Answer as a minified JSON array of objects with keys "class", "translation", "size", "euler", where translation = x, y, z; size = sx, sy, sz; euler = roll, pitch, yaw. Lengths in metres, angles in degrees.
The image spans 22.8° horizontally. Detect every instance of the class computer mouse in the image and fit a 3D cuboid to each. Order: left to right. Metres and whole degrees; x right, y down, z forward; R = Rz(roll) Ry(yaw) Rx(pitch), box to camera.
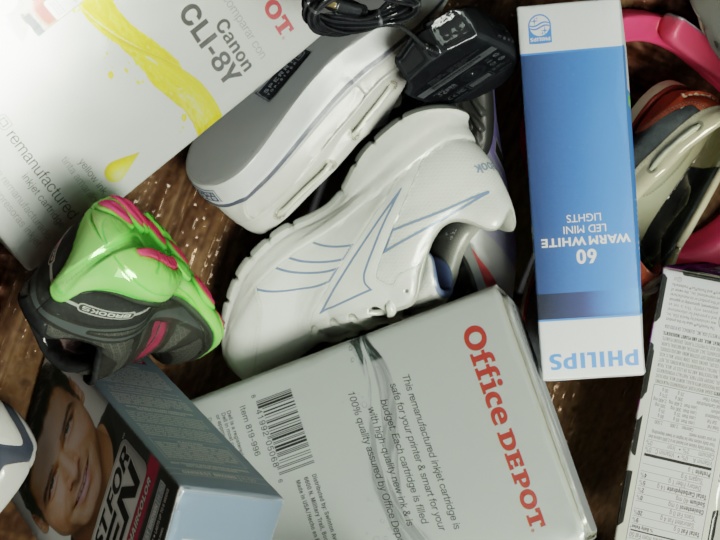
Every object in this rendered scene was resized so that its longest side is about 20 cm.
[{"class":"computer mouse","translation":[0.025,-0.124,0.904],"size":[0.058,0.034,0.200],"euler":[-31,161,20]}]

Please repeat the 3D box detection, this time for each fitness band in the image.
[{"class":"fitness band","translation":[0.185,-0.078,1.115],"size":[0.199,0.037,0.144],"euler":[31,95,-33]}]

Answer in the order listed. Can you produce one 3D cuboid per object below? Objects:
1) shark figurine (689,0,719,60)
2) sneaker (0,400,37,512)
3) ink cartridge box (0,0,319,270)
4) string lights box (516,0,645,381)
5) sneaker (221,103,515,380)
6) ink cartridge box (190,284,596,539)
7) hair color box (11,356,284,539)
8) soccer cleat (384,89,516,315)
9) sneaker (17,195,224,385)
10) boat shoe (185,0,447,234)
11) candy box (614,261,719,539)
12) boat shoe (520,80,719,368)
[{"class":"shark figurine","translation":[0.170,-0.216,1.013],"size":[0.214,0.089,0.129],"euler":[26,74,-25]},{"class":"sneaker","translation":[-0.273,0.130,0.918],"size":[0.129,0.079,0.199],"euler":[40,87,-32]},{"class":"ink cartridge box","translation":[-0.138,-0.124,0.889],"size":[0.200,0.083,0.145],"euler":[-40,123,-10]},{"class":"string lights box","translation":[0.124,-0.044,0.994],"size":[0.059,0.103,0.201],"euler":[-4,91,8]},{"class":"sneaker","translation":[0.000,0.000,0.984],"size":[0.200,0.087,0.074],"euler":[-45,157,21]},{"class":"ink cartridge box","translation":[0.015,0.112,0.983],"size":[0.199,0.083,0.147],"euler":[-20,80,10]},{"class":"hair color box","translation":[-0.117,0.117,0.924],"size":[0.060,0.200,0.100],"euler":[11,103,-30]},{"class":"soccer cleat","translation":[0.059,-0.046,1.048],"size":[0.073,0.068,0.201],"euler":[-26,115,-58]},{"class":"sneaker","translation":[-0.127,0.016,0.915],"size":[0.084,0.077,0.200],"euler":[-35,165,0]},{"class":"boat shoe","translation":[-0.008,-0.104,0.978],"size":[0.200,0.072,0.066],"euler":[-51,134,-6]},{"class":"candy box","translation":[0.206,0.099,1.081],"size":[0.136,0.061,0.201],"euler":[-5,105,-69]},{"class":"boat shoe","translation":[0.162,-0.017,1.071],"size":[0.071,0.063,0.201],"euler":[21,102,-34]}]
